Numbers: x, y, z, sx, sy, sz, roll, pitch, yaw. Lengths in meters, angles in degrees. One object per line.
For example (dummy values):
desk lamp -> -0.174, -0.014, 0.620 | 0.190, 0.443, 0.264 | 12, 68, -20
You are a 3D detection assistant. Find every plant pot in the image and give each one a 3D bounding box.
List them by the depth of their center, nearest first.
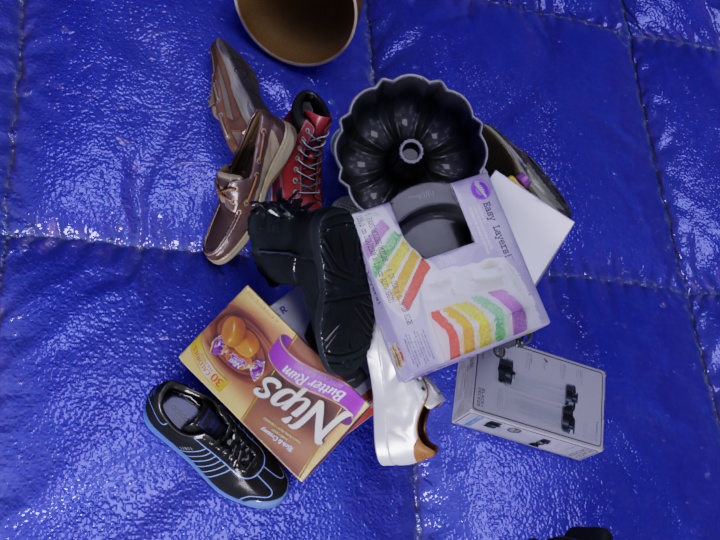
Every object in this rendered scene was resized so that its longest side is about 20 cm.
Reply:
plant pot -> -0.063, -0.432, 1.310 | 0.185, 0.187, 0.201 | 30, 45, -6

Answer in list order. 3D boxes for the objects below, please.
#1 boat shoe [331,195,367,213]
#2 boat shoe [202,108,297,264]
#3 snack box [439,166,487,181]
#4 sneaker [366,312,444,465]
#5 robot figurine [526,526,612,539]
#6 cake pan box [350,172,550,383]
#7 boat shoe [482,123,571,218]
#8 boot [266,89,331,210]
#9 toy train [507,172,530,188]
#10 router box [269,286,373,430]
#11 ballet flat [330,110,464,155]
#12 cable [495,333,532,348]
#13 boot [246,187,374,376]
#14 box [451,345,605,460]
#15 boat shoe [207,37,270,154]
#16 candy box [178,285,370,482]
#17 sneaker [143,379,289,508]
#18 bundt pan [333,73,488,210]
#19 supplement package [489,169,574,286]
boat shoe -> 0.000, 0.000, 1.184 | 0.073, 0.062, 0.203 | -15, 76, -7
boat shoe -> -0.154, -0.107, 1.124 | 0.072, 0.072, 0.202 | 27, 94, -44
snack box -> 0.108, -0.073, 1.232 | 0.072, 0.024, 0.202 | 40, 73, -38
sneaker -> 0.055, 0.118, 1.029 | 0.083, 0.073, 0.204 | -7, 87, 18
robot figurine -> 0.244, 0.401, 1.062 | 0.149, 0.126, 0.200 | 27, 56, 20
cake pan box -> 0.095, 0.001, 1.013 | 0.182, 0.052, 0.203 | -16, 78, -20
boat shoe -> 0.240, -0.139, 1.347 | 0.066, 0.072, 0.202 | -30, 79, -41
boot -> -0.070, -0.124, 1.167 | 0.071, 0.144, 0.203 | -2, 69, -29
toy train -> 0.184, -0.066, 1.300 | 0.148, 0.056, 0.203 | -15, 81, 1
router box -> -0.035, 0.102, 1.097 | 0.199, 0.049, 0.180 | -36, 82, -11
ballet flat -> 0.056, -0.187, 1.253 | 0.196, 0.070, 0.071 | -7, 64, 12
cable -> 0.119, 0.038, 1.143 | 0.197, 0.163, 0.051 | 22, 99, -13
boot -> -0.064, 0.009, 1.027 | 0.073, 0.161, 0.202 | -15, 105, -35
box -> 0.227, 0.169, 1.198 | 0.197, 0.060, 0.118 | 17, 61, -13
boat shoe -> -0.177, -0.238, 1.217 | 0.076, 0.071, 0.202 | 36, 25, -49
candy box -> -0.098, 0.131, 1.032 | 0.200, 0.057, 0.117 | 44, 78, 8
sneaker -> -0.160, 0.198, 1.019 | 0.199, 0.078, 0.071 | 34, 58, -3
bundt pan -> 0.062, -0.146, 1.166 | 0.198, 0.076, 0.206 | 0, 83, -3
supplement package -> 0.183, -0.028, 1.165 | 0.120, 0.200, 0.121 | 34, 85, 7
